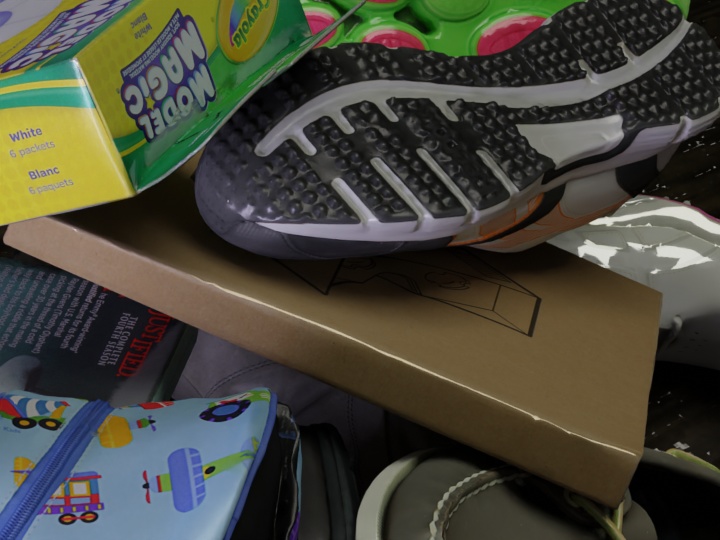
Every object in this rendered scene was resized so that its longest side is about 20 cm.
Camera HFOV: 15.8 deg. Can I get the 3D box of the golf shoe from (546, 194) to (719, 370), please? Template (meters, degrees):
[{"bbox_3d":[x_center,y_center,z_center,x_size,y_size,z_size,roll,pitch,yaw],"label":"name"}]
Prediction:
[{"bbox_3d":[0.072,0.010,0.965,0.200,0.075,0.092,20,54,-2],"label":"golf shoe"}]

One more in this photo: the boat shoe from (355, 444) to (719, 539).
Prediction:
[{"bbox_3d":[0.065,0.085,0.804,0.202,0.060,0.072,7,71,-61],"label":"boat shoe"}]

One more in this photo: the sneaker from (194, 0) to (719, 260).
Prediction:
[{"bbox_3d":[0.031,-0.030,0.828,0.200,0.080,0.074,-13,59,-36],"label":"sneaker"}]

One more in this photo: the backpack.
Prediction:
[{"bbox_3d":[-0.093,0.113,0.626,0.134,0.183,0.200,20,60,1],"label":"backpack"}]

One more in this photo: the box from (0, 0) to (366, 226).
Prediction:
[{"bbox_3d":[-0.104,-0.051,0.775,0.200,0.048,0.117,-9,23,31],"label":"box"}]

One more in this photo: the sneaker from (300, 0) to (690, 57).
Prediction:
[{"bbox_3d":[0.017,-0.084,0.910,0.200,0.084,0.077,-6,91,-21],"label":"sneaker"}]

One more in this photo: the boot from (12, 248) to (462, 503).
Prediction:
[{"bbox_3d":[-0.033,0.055,0.855,0.200,0.068,0.131,20,44,-3],"label":"boot"}]

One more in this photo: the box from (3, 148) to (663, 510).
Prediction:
[{"bbox_3d":[0.000,0.000,0.833,0.200,0.021,0.164,24,19,1],"label":"box"}]

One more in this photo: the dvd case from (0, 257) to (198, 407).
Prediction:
[{"bbox_3d":[-0.160,0.028,0.785,0.200,0.022,0.146,9,27,5],"label":"dvd case"}]

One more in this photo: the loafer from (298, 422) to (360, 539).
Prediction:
[{"bbox_3d":[-0.037,0.127,0.744,0.072,0.073,0.200,4,49,1],"label":"loafer"}]
